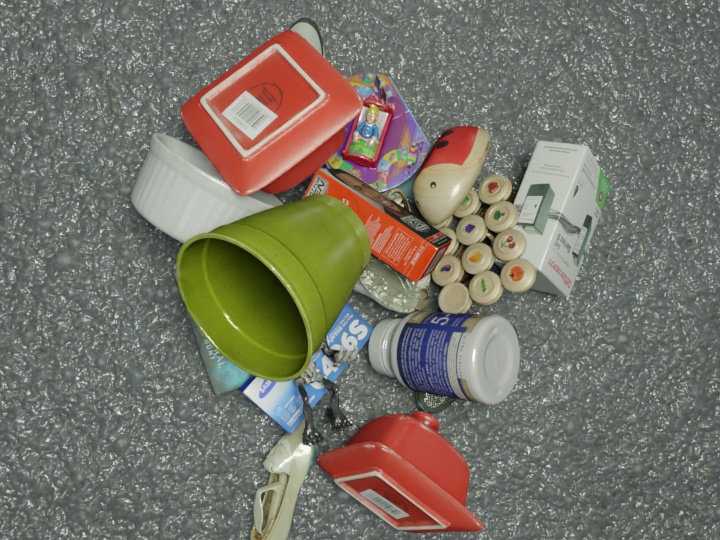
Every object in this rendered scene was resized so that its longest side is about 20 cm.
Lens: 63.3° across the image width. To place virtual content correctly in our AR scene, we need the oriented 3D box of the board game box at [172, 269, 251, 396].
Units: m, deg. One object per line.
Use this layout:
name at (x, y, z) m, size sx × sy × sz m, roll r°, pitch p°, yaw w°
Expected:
board game box at (-0.188, 0.073, 0.889) m, size 0.135 × 0.028 × 0.200 m, roll -20°, pitch 90°, yaw -9°

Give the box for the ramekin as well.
ramekin at (-0.215, -0.097, 0.812) m, size 0.200 × 0.200 × 0.098 m, roll 30°, pitch 99°, yaw -6°

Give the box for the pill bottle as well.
pill bottle at (0.112, 0.119, 0.838) m, size 0.120 × 0.200 × 0.120 m, roll 0°, pitch 90°, yaw -46°

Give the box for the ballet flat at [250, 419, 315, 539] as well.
ballet flat at (-0.118, 0.311, 0.863) m, size 0.069 × 0.069 × 0.200 m, roll 14°, pitch 85°, yaw -7°

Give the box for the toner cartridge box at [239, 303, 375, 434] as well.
toner cartridge box at (-0.077, 0.133, 0.871) m, size 0.095 × 0.043 × 0.200 m, roll 44°, pitch 71°, yaw -10°

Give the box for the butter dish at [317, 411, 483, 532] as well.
butter dish at (0.070, 0.274, 0.850) m, size 0.200 × 0.199 × 0.148 m, roll 40°, pitch 53°, yaw -9°

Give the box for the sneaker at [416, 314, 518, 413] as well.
sneaker at (0.166, 0.143, 0.906) m, size 0.200 × 0.091 × 0.078 m, roll -45°, pitch 93°, yaw -8°

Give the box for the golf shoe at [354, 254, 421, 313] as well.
golf shoe at (0.000, 0.000, 0.888) m, size 0.200 × 0.097 × 0.078 m, roll 38°, pitch 64°, yaw 3°

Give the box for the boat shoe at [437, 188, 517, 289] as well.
boat shoe at (0.201, -0.048, 0.928) m, size 0.075 × 0.075 × 0.202 m, roll 35°, pitch 83°, yaw -5°

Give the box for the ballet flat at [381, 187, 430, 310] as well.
ballet flat at (0.070, -0.033, 0.908) m, size 0.068 × 0.075 × 0.200 m, roll -15°, pitch 90°, yaw -16°

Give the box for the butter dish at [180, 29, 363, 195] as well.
butter dish at (-0.107, -0.188, 0.795) m, size 0.199 × 0.148 × 0.200 m, roll -37°, pitch 63°, yaw -4°

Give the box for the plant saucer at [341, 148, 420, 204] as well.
plant saucer at (0.043, -0.179, 0.942) m, size 0.200 × 0.019 × 0.070 m, roll 36°, pitch 83°, yaw -4°

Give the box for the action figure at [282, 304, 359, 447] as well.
action figure at (-0.061, 0.128, 0.800) m, size 0.119 × 0.102 × 0.200 m, roll -13°, pitch 88°, yaw -36°

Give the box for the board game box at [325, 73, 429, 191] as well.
board game box at (0.007, -0.219, 0.897) m, size 0.158 × 0.039 × 0.200 m, roll -27°, pitch 78°, yaw -2°

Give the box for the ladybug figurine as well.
ladybug figurine at (0.131, -0.151, 0.868) m, size 0.072 × 0.136 × 0.200 m, roll 33°, pitch 44°, yaw -3°

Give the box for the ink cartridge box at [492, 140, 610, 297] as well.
ink cartridge box at (0.299, -0.075, 0.905) m, size 0.146 × 0.084 × 0.200 m, roll 29°, pitch 82°, yaw -50°

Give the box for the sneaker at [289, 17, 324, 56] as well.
sneaker at (-0.100, -0.295, 0.897) m, size 0.074 × 0.079 × 0.200 m, roll 14°, pitch 84°, yaw -5°

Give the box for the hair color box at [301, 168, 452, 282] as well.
hair color box at (0.024, -0.069, 0.830) m, size 0.200 × 0.101 × 0.061 m, roll 34°, pitch 109°, yaw 12°

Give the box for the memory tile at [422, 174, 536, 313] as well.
memory tile at (0.171, -0.040, 0.879) m, size 0.153 × 0.017 × 0.200 m, roll -23°, pitch 59°, yaw 27°

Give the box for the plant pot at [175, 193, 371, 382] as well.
plant pot at (-0.088, 0.000, 0.735) m, size 0.200 × 0.200 × 0.193 m, roll 49°, pitch 46°, yaw -3°
